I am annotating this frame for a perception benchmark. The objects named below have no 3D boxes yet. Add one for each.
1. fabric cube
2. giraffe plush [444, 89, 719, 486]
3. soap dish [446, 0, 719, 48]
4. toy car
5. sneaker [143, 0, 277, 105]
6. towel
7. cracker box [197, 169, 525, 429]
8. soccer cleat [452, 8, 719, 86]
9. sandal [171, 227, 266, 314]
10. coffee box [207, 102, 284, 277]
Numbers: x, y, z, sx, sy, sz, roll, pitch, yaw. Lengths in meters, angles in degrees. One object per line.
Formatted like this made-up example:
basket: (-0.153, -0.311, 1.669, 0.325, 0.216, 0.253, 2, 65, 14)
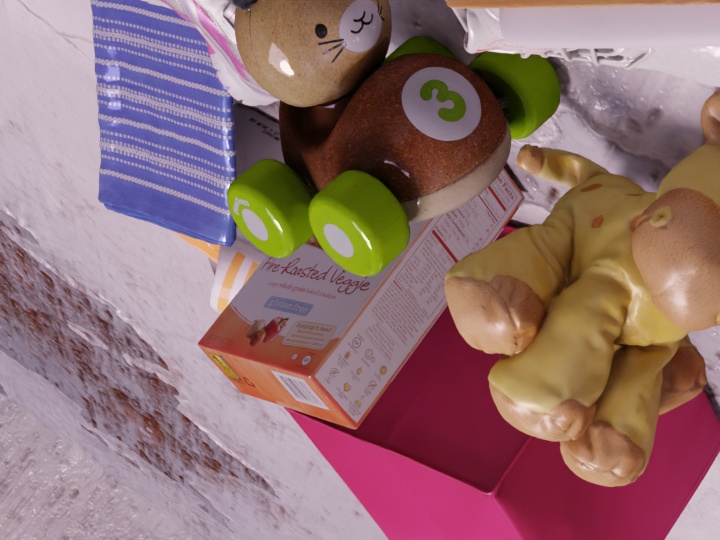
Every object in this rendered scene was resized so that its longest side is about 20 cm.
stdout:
fabric cube: (0.104, 0.105, 1.146, 0.199, 0.197, 0.200, 19, 154, 43)
giraffe plush: (0.168, -0.001, 0.880, 0.172, 0.201, 0.162, 40, 143, -23)
soap dish: (0.142, -0.149, 0.604, 0.199, 0.157, 0.082, 11, 130, 52)
toy car: (-0.011, -0.129, 0.913, 0.157, 0.164, 0.201, 11, 135, 51)
sneaker: (-0.078, -0.179, 1.020, 0.088, 0.082, 0.200, 12, 157, 47)
towel: (-0.144, -0.124, 1.171, 0.144, 0.024, 0.202, 19, 120, 39)
cracker box: (0.000, 0.000, 1.086, 0.133, 0.200, 0.058, 10, 146, 52)
soccer cleat: (0.095, -0.130, 0.807, 0.199, 0.085, 0.069, 32, 159, 17)
sandal: (-0.103, 0.002, 1.237, 0.206, 0.059, 0.079, 32, 158, 16)
coffee box: (-0.062, -0.028, 1.308, 0.114, 0.080, 0.200, 30, 158, 21)
